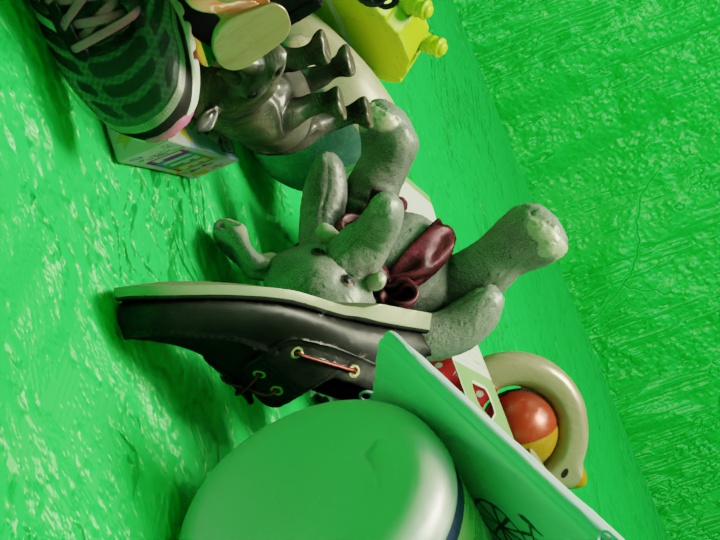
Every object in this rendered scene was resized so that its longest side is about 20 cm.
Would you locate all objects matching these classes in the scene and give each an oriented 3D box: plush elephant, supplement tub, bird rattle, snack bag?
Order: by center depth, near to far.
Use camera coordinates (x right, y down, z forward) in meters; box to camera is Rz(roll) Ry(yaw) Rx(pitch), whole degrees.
[{"bbox_3d":[0.010,0.181,0.831,0.146,0.143,0.201,-94,160,-54],"label":"supplement tub"},{"bbox_3d":[0.071,0.124,0.843,0.188,0.021,0.201,42,-21,19],"label":"snack bag"},{"bbox_3d":[0.000,0.000,1.031,0.165,0.201,0.155,43,12,14],"label":"plush elephant"},{"bbox_3d":[0.103,0.127,1.354,0.113,0.161,0.203,-173,-108,-83],"label":"bird rattle"}]

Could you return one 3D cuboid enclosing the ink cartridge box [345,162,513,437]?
[{"bbox_3d":[0.045,0.030,1.177,0.145,0.047,0.202,32,40,-72],"label":"ink cartridge box"}]

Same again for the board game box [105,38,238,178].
[{"bbox_3d":[-0.136,-0.158,0.981,0.134,0.034,0.202,2,69,-77],"label":"board game box"}]

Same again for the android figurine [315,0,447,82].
[{"bbox_3d":[-0.026,-0.203,1.223,0.041,0.198,0.182,-58,150,-17],"label":"android figurine"}]

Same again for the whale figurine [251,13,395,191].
[{"bbox_3d":[-0.061,-0.139,1.199,0.200,0.104,0.159,46,1,-6],"label":"whale figurine"}]

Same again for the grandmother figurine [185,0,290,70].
[{"bbox_3d":[-0.098,-0.198,0.888,0.201,0.060,0.122,54,-34,43],"label":"grandmother figurine"}]

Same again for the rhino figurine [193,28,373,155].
[{"bbox_3d":[-0.054,-0.103,0.964,0.200,0.086,0.061,4,72,-78],"label":"rhino figurine"}]

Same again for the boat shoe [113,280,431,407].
[{"bbox_3d":[-0.042,0.041,0.877,0.200,0.073,0.064,12,83,-41],"label":"boat shoe"}]

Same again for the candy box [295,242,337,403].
[{"bbox_3d":[0.007,0.072,1.202,0.136,0.060,0.202,-59,128,-76],"label":"candy box"}]

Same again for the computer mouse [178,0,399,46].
[{"bbox_3d":[-0.069,-0.196,0.937,0.046,0.199,0.142,-30,106,-35],"label":"computer mouse"}]

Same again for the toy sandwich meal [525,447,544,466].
[{"bbox_3d":[0.122,0.211,1.087,0.207,0.070,0.205,60,6,-10],"label":"toy sandwich meal"}]

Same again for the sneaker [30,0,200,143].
[{"bbox_3d":[-0.148,-0.156,0.835,0.202,0.073,0.087,66,11,1],"label":"sneaker"}]
